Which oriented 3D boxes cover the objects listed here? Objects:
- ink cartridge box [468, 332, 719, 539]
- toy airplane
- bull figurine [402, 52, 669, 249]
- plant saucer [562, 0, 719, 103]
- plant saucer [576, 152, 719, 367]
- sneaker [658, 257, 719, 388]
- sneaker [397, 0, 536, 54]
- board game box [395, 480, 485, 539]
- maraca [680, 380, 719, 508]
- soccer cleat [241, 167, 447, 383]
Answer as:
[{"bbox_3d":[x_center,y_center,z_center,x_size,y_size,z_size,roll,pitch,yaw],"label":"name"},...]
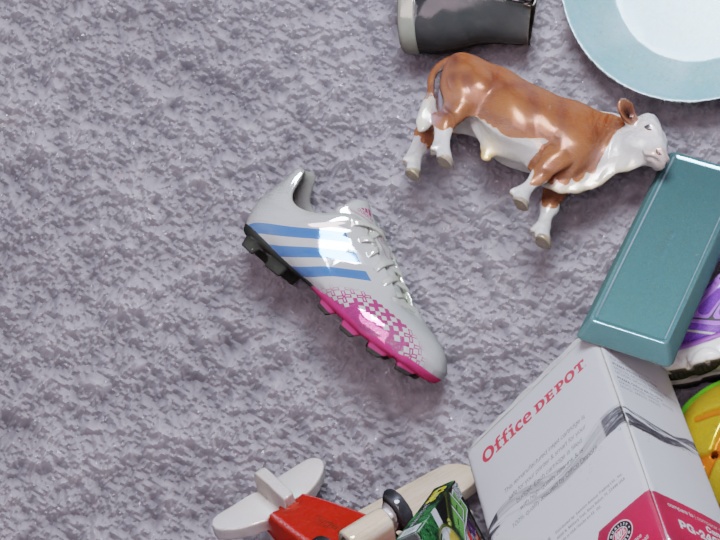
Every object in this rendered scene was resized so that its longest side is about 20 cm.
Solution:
[{"bbox_3d":[0.164,0.166,1.534,0.145,0.083,0.200,-47,35,27],"label":"ink cartridge box"},{"bbox_3d":[-0.017,0.217,1.611,0.199,0.199,0.142,-16,111,20],"label":"toy airplane"},{"bbox_3d":[0.129,-0.093,1.658,0.199,0.065,0.122,26,63,22],"label":"bull figurine"},{"bbox_3d":[0.250,-0.220,1.669,0.200,0.039,0.202,-2,80,13],"label":"plant saucer"},{"bbox_3d":[0.220,-0.014,1.593,0.070,0.019,0.200,18,47,16],"label":"plant saucer"},{"bbox_3d":[0.294,0.021,1.600,0.199,0.081,0.084,-15,72,12],"label":"sneaker"},{"bbox_3d":[0.085,-0.265,1.707,0.106,0.075,0.201,0,90,9],"label":"sneaker"},{"bbox_3d":[0.089,0.250,1.520,0.023,0.105,0.201,-25,97,24],"label":"board game box"},{"bbox_3d":[0.298,0.158,1.553,0.137,0.107,0.200,-33,64,-7],"label":"maraca"},{"bbox_3d":[0.000,0.000,1.679,0.200,0.070,0.086,39,92,17],"label":"soccer cleat"}]
